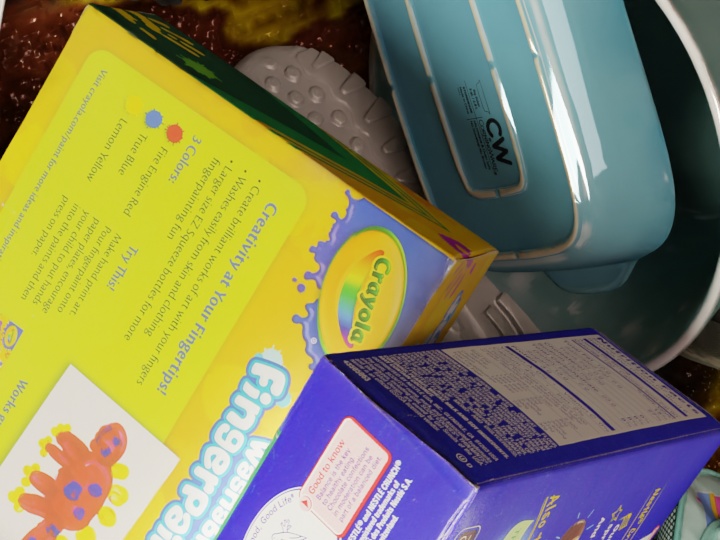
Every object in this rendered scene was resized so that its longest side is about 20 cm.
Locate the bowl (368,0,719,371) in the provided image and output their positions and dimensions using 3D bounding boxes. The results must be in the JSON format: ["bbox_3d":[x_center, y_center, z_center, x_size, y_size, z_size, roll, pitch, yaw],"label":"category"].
[{"bbox_3d":[0.106,-0.066,0.854,0.105,0.200,0.203,-25,105,-36],"label":"bowl"}]

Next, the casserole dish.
[{"bbox_3d":[0.051,-0.080,0.796,0.039,0.121,0.202,-25,101,-34],"label":"casserole dish"}]

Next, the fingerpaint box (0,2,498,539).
[{"bbox_3d":[-0.073,0.031,0.775,0.166,0.073,0.201,34,102,12],"label":"fingerpaint box"}]

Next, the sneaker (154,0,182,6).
[{"bbox_3d":[-0.053,-0.156,0.769,0.098,0.199,0.071,36,60,-37],"label":"sneaker"}]

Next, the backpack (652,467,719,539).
[{"bbox_3d":[0.169,0.203,0.885,0.175,0.153,0.202,28,67,-26],"label":"backpack"}]

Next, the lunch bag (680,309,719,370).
[{"bbox_3d":[0.232,0.006,0.905,0.198,0.164,0.119,-9,105,-19],"label":"lunch bag"}]

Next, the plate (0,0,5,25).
[{"bbox_3d":[-0.233,-0.097,0.773,0.198,0.032,0.202,9,94,-20],"label":"plate"}]

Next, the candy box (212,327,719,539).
[{"bbox_3d":[0.024,0.109,0.743,0.199,0.077,0.170,-1,127,-57],"label":"candy box"}]

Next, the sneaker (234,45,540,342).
[{"bbox_3d":[0.000,0.000,0.872,0.076,0.080,0.201,-31,88,-26],"label":"sneaker"}]
